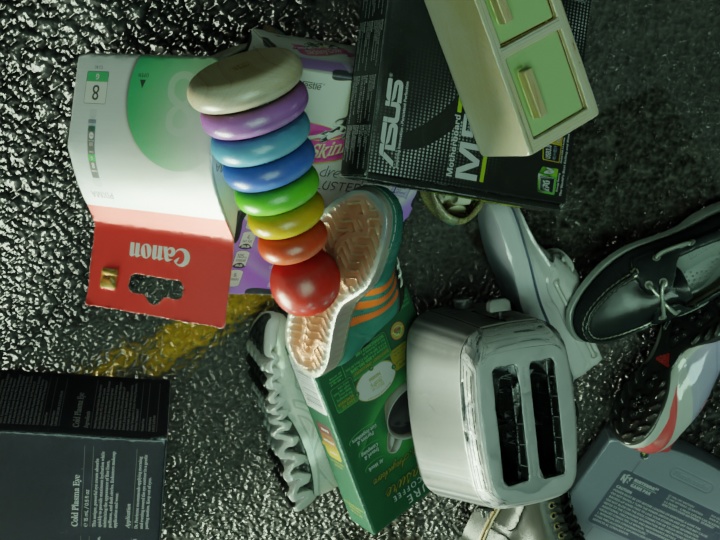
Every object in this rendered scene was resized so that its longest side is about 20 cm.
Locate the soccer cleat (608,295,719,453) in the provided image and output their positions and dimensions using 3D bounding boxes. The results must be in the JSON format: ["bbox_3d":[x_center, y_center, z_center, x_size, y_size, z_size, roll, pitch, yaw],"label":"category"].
[{"bbox_3d":[0.305,0.079,1.306,0.073,0.068,0.201,24,100,-44],"label":"soccer cleat"}]

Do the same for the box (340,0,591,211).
[{"bbox_3d":[0.086,-0.157,1.103,0.192,0.047,0.202,8,90,-33],"label":"box"}]

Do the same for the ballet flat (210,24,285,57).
[{"bbox_3d":[-0.132,-0.128,1.164,0.200,0.068,0.067,-39,110,3],"label":"ballet flat"}]

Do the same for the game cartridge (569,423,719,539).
[{"bbox_3d":[0.294,0.229,1.393,0.199,0.041,0.134,26,115,-17],"label":"game cartridge"}]

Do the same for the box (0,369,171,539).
[{"bbox_3d":[-0.268,0.202,1.288,0.180,0.104,0.202,4,116,-9],"label":"box"}]

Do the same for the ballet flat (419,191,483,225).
[{"bbox_3d":[0.090,-0.130,1.178,0.070,0.071,0.202,5,116,-8],"label":"ballet flat"}]

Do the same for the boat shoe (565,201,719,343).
[{"bbox_3d":[0.271,0.005,1.235,0.199,0.060,0.076,-35,121,-8],"label":"boat shoe"}]

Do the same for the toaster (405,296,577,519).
[{"bbox_3d":[0.112,0.124,1.215,0.113,0.129,0.202,-6,93,-22],"label":"toaster"}]

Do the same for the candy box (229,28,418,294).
[{"bbox_3d":[-0.035,-0.081,1.152,0.167,0.072,0.201,2,121,-36],"label":"candy box"}]

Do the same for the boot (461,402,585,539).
[{"bbox_3d":[0.190,0.221,1.319,0.077,0.138,0.201,-21,141,-45],"label":"boot"}]

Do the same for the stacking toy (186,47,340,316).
[{"bbox_3d":[-0.059,-0.056,1.041,0.085,0.086,0.202,-15,114,2],"label":"stacking toy"}]

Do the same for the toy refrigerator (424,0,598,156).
[{"bbox_3d":[0.101,-0.191,1.044,0.076,0.070,0.202,-29,108,-26],"label":"toy refrigerator"}]

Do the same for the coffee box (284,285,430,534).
[{"bbox_3d":[0.016,0.123,1.280,0.123,0.044,0.201,-35,120,-26],"label":"coffee box"}]

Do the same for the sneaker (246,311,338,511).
[{"bbox_3d":[-0.053,0.120,1.294,0.080,0.075,0.202,-18,120,-12],"label":"sneaker"}]

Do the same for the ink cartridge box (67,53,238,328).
[{"bbox_3d":[-0.164,-0.066,1.106,0.050,0.160,0.202,9,88,-53],"label":"ink cartridge box"}]

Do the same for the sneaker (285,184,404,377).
[{"bbox_3d":[0.000,0.000,1.133,0.080,0.071,0.201,-26,154,-38],"label":"sneaker"}]

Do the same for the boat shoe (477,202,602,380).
[{"bbox_3d":[0.161,0.011,1.261,0.065,0.074,0.201,-28,121,-7],"label":"boat shoe"}]
